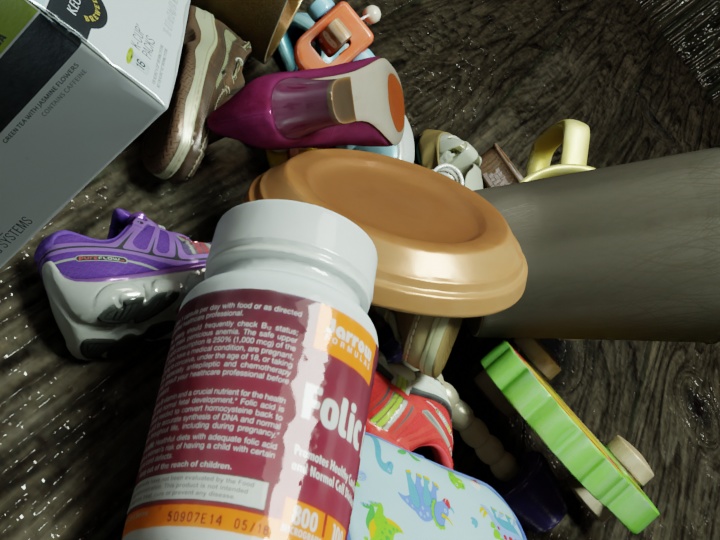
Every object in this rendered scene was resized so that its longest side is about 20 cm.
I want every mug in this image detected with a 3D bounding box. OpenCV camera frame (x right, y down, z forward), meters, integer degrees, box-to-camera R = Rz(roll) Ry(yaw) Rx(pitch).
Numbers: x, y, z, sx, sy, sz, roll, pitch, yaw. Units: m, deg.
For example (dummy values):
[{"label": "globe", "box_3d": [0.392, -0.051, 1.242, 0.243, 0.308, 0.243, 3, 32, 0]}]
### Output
[{"label": "mug", "box_3d": [0.175, -0.019, 1.106, 0.149, 0.187, 0.153, 42, -16, -4]}]

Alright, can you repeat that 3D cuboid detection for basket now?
[{"label": "basket", "box_3d": [0.181, -0.011, 0.955, 0.181, 0.198, 0.137, 92, -8, -52]}]

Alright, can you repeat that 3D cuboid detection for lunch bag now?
[{"label": "lunch bag", "box_3d": [0.030, 0.195, 0.738, 0.199, 0.082, 0.162, 29, 35, -40]}]

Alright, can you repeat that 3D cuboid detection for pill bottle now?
[{"label": "pill bottle", "box_3d": [-0.051, 0.072, 0.652, 0.114, 0.114, 0.202, 32, 55, -35]}]

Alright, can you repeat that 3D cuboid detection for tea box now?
[{"label": "tea box", "box_3d": [-0.218, -0.110, 0.573, 0.196, 0.199, 0.134, 37, 31, -29]}]

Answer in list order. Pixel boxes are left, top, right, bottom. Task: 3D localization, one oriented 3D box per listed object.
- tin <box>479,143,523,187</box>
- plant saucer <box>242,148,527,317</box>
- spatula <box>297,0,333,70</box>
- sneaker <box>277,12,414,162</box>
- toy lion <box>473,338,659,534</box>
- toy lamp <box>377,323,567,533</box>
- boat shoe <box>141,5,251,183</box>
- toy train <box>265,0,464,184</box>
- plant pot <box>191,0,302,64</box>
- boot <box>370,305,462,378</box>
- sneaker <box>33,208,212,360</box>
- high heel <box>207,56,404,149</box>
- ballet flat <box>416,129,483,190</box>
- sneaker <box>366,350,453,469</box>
[{"label": "tin", "box_3d": [0.174, -0.060, 1.273, 0.112, 0.042, 0.201, 51, 10, -32]}, {"label": "plant saucer", "box_3d": [0.020, -0.033, 0.819, 0.198, 0.038, 0.201, 14, 24, -6]}, {"label": "spatula", "box_3d": [-0.032, -0.207, 1.030, 0.020, 0.202, 0.057, 18, 13, -2]}, {"label": "sneaker", "box_3d": [-0.026, -0.152, 1.088, 0.081, 0.074, 0.201, 6, 43, -46]}, {"label": "toy lion", "box_3d": [0.168, 0.134, 0.972, 0.200, 0.069, 0.192, 48, 4, -8]}, {"label": "toy lamp", "box_3d": [0.086, 0.121, 0.945, 0.200, 0.058, 0.058, 49, 27, -9]}, {"label": "boat shoe", "box_3d": [-0.108, -0.128, 0.899, 0.074, 0.075, 0.203, 26, 36, -20]}, {"label": "toy train", "box_3d": [-0.006, -0.116, 0.981, 0.201, 0.150, 0.056, 55, -3, -5]}, {"label": "plant pot", "box_3d": [-0.124, -0.301, 1.002, 0.199, 0.187, 0.187, 28, 30, -4]}, {"label": "boot", "box_3d": [0.000, 0.000, 0.864, 0.154, 0.073, 0.200, 22, 19, -2]}, {"label": "sneaker", "box_3d": [-0.114, -0.004, 0.755, 0.199, 0.081, 0.084, -1, 53, -58]}, {"label": "high heel", "box_3d": [-0.031, -0.120, 0.890, 0.200, 0.095, 0.068, -7, 92, -70]}, {"label": "ballet flat", "box_3d": [0.095, -0.090, 1.205, 0.068, 0.063, 0.201, 38, 30, -25]}, {"label": "sneaker", "box_3d": [0.002, 0.103, 0.818, 0.199, 0.077, 0.086, 20, 50, -44]}]
